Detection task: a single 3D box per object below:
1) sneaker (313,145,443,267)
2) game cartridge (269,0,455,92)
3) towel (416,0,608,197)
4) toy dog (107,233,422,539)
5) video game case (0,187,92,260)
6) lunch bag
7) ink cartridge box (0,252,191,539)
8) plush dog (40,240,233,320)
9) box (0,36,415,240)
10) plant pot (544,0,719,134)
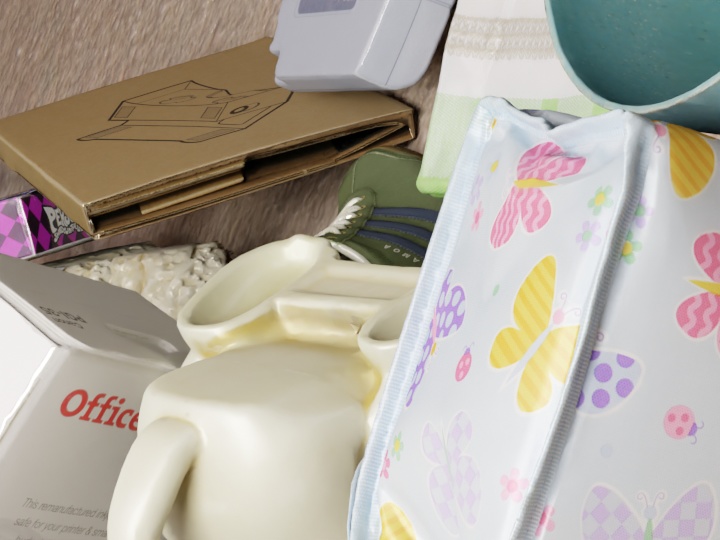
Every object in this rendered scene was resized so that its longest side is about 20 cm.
[{"bbox_3d":[0.000,0.000,1.169,0.067,0.089,0.201,-60,26,27],"label":"sneaker"},{"bbox_3d":[0.019,-0.178,1.249,0.133,0.041,0.201,7,80,69],"label":"game cartridge"},{"bbox_3d":[0.088,-0.127,1.107,0.149,0.031,0.201,1,76,54],"label":"towel"},{"bbox_3d":[0.004,0.111,0.997,0.139,0.201,0.194,-1,26,33],"label":"toy dog"},{"bbox_3d":[-0.201,-0.016,1.443,0.199,0.181,0.036,-15,93,29],"label":"video game case"},{"bbox_3d":[0.092,0.066,0.829,0.127,0.169,0.201,10,84,64],"label":"lunch bag"},{"bbox_3d":[-0.148,0.098,1.050,0.083,0.146,0.201,37,99,29],"label":"ink cartridge box"},{"bbox_3d":[-0.135,0.081,1.373,0.200,0.160,0.173,180,79,-67],"label":"plush dog"},{"bbox_3d":[-0.082,-0.068,1.331,0.200,0.163,0.021,-147,41,-66],"label":"box"},{"bbox_3d":[0.165,-0.125,0.842,0.200,0.134,0.201,-46,35,46],"label":"plant pot"}]
